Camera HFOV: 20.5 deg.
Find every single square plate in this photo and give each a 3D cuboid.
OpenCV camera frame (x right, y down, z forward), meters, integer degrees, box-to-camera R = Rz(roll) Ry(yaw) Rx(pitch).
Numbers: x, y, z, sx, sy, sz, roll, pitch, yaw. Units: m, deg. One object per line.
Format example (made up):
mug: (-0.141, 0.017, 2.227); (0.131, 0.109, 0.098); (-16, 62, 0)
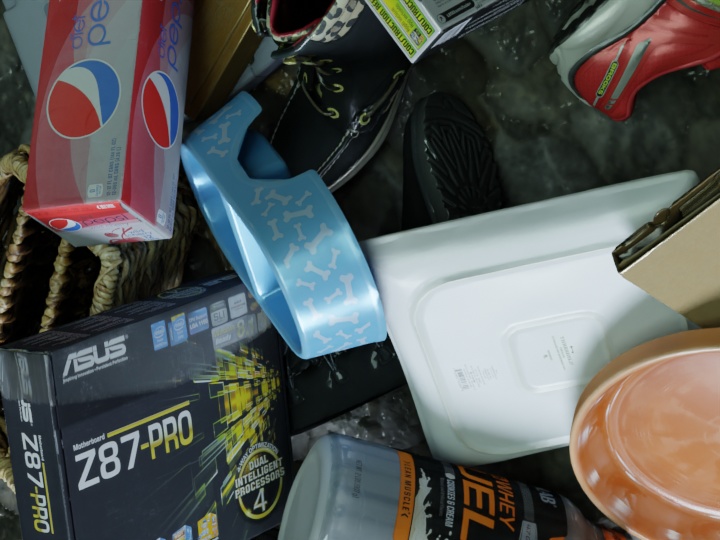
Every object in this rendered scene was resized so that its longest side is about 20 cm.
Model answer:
square plate: (0.115, 0.041, 1.150); (0.197, 0.029, 0.201); (-12, 132, 11)

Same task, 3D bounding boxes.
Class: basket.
basket: (-0.207, 0.022, 1.274); (0.142, 0.149, 0.201); (25, 117, 9)

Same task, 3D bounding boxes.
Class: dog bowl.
dog bowl: (-0.050, -0.024, 1.162); (0.049, 0.200, 0.112); (-26, 130, -12)

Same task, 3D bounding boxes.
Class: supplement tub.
supplement tub: (0.054, 0.179, 1.199); (0.199, 0.123, 0.123); (16, 107, -11)

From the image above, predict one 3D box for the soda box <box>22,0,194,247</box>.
soda box: (-0.144, -0.119, 1.167); (0.069, 0.063, 0.202); (-6, 69, 23)

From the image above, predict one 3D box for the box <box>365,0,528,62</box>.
box: (0.070, -0.203, 1.117); (0.110, 0.199, 0.035); (54, 142, 6)

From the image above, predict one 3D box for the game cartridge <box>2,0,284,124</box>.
game cartridge: (-0.132, -0.160, 1.293); (0.199, 0.040, 0.134); (-21, 88, 24)

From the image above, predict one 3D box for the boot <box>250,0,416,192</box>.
boot: (-0.026, -0.127, 1.186); (0.073, 0.153, 0.204); (45, 113, 20)

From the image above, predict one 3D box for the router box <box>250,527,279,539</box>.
router box: (-0.048, 0.260, 1.322); (0.199, 0.052, 0.159); (16, 106, 19)

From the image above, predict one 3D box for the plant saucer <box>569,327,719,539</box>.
plant saucer: (0.221, 0.100, 1.146); (0.199, 0.032, 0.201); (7, 137, 7)

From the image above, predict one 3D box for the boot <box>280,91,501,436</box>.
boot: (0.000, 0.001, 1.254); (0.199, 0.065, 0.166); (-29, 63, 39)

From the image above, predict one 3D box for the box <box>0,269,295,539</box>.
box: (-0.121, 0.099, 1.187); (0.049, 0.199, 0.163); (2, 103, 38)

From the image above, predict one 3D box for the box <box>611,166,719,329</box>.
box: (0.258, -0.013, 1.086); (0.163, 0.199, 0.021); (-39, 43, 25)

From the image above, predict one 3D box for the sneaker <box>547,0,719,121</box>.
sneaker: (0.203, -0.162, 1.147); (0.200, 0.077, 0.085); (-37, 105, 24)

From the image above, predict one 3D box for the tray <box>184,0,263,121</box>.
tray: (-0.085, -0.203, 1.228); (0.098, 0.037, 0.201); (37, 110, 12)
